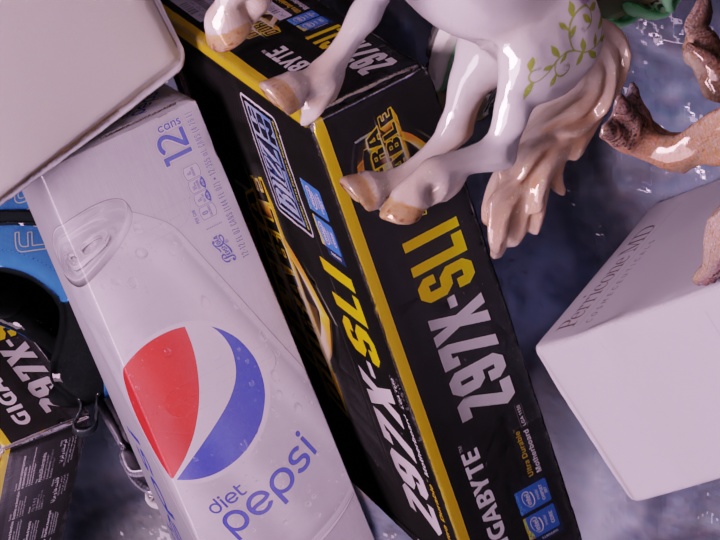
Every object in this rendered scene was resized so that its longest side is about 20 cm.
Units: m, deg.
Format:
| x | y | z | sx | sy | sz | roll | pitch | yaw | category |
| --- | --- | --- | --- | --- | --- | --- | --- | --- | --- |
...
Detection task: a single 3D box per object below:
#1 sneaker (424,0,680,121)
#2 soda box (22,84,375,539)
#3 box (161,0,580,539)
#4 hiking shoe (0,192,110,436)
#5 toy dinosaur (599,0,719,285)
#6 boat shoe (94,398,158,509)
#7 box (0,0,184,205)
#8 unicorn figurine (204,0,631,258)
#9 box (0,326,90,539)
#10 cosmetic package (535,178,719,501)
| x | y | z | sx | sy | sz | roll | pitch | yaw | category |
| --- | --- | --- | --- | --- | --- | --- | --- | --- | --- |
| 0.085 | -0.103 | 0.916 | 0.088 | 0.077 | 0.200 | 30 | 140 | -3 | sneaker |
| -0.061 | 0.033 | 1.018 | 0.068 | 0.063 | 0.200 | 32 | 146 | 66 | soda box |
| 0.000 | 0.000 | 1.006 | 0.160 | 0.049 | 0.200 | 36 | 150 | 58 | box |
| -0.139 | -0.028 | 1.096 | 0.200 | 0.087 | 0.074 | 42 | 154 | 29 | hiking shoe |
| 0.158 | -0.064 | 0.818 | 0.135 | 0.086 | 0.200 | 27 | 110 | 14 | toy dinosaur |
| -0.070 | 0.073 | 1.166 | 0.072 | 0.068 | 0.200 | -13 | 114 | 42 | boat shoe |
| -0.179 | -0.104 | 0.996 | 0.200 | 0.109 | 0.128 | 11 | 135 | 52 | box |
| 0.026 | -0.093 | 0.838 | 0.074 | 0.137 | 0.200 | 44 | 179 | 31 | unicorn figurine |
| -0.194 | 0.080 | 1.241 | 0.160 | 0.049 | 0.200 | 51 | 144 | 28 | box |
| 0.164 | 0.002 | 0.914 | 0.200 | 0.102 | 0.074 | -21 | 109 | 43 | cosmetic package |
